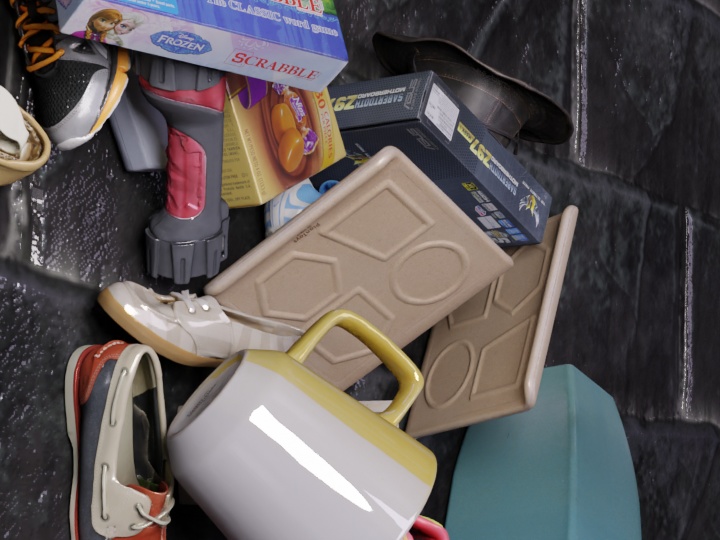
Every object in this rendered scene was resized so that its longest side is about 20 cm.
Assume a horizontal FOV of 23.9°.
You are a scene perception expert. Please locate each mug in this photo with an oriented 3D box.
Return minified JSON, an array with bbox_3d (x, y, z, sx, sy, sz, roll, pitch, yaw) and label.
[{"bbox_3d":[-0.049,0.127,1.198,0.153,0.149,0.187,42,27,-11],"label":"mug"}]

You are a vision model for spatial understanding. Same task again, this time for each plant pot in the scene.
[{"bbox_3d":[0.173,0.199,1.567,0.141,0.141,0.200,37,50,-44],"label":"plant pot"}]

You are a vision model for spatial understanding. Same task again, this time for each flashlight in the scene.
[{"bbox_3d":[-0.128,-0.082,1.198,0.068,0.068,0.200,-64,165,-53],"label":"flashlight"}]

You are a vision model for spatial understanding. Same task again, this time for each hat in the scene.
[{"bbox_3d":[0.080,-0.127,1.449,0.201,0.200,0.081,33,80,-46],"label":"hat"}]

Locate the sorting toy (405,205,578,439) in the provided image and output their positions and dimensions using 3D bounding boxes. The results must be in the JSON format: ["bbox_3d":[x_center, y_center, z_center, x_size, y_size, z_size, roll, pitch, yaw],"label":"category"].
[{"bbox_3d":[0.116,0.051,1.463,0.036,0.200,0.185,27,63,-22],"label":"sorting toy"}]

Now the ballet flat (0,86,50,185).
[{"bbox_3d":[-0.270,-0.130,1.078,0.200,0.063,0.069,47,51,-39],"label":"ballet flat"}]

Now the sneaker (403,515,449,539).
[{"bbox_3d":[-0.003,0.219,1.368,0.200,0.090,0.078,-1,89,-51],"label":"sneaker"}]

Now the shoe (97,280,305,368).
[{"bbox_3d":[-0.111,0.041,1.249,0.200,0.070,0.053,27,98,-46],"label":"shoe"}]

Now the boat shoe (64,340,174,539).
[{"bbox_3d":[-0.161,0.148,1.191,0.071,0.062,0.200,-10,95,-55],"label":"boat shoe"}]

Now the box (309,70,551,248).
[{"bbox_3d":[0.042,-0.082,1.403,0.200,0.157,0.051,42,55,-43],"label":"box"}]

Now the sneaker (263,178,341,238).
[{"bbox_3d":[-0.004,-0.032,1.409,0.200,0.072,0.073,25,71,-50],"label":"sneaker"}]

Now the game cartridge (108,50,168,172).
[{"bbox_3d":[-0.124,-0.152,1.295,0.200,0.040,0.134,-34,109,-49],"label":"game cartridge"}]

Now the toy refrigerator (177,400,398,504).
[{"bbox_3d":[-0.050,0.141,1.332,0.200,0.070,0.076,6,81,-53],"label":"toy refrigerator"}]

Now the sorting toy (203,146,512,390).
[{"bbox_3d":[0.000,0.000,1.338,0.200,0.185,0.037,39,20,-46],"label":"sorting toy"}]

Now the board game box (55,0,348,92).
[{"bbox_3d":[-0.117,-0.226,1.137,0.200,0.041,0.200,9,54,-36],"label":"board game box"}]

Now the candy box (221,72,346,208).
[{"bbox_3d":[-0.088,-0.159,1.270,0.117,0.056,0.200,-33,113,-49],"label":"candy box"}]

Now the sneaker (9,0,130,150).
[{"bbox_3d":[-0.208,-0.180,1.162,0.077,0.078,0.200,12,69,-46],"label":"sneaker"}]
